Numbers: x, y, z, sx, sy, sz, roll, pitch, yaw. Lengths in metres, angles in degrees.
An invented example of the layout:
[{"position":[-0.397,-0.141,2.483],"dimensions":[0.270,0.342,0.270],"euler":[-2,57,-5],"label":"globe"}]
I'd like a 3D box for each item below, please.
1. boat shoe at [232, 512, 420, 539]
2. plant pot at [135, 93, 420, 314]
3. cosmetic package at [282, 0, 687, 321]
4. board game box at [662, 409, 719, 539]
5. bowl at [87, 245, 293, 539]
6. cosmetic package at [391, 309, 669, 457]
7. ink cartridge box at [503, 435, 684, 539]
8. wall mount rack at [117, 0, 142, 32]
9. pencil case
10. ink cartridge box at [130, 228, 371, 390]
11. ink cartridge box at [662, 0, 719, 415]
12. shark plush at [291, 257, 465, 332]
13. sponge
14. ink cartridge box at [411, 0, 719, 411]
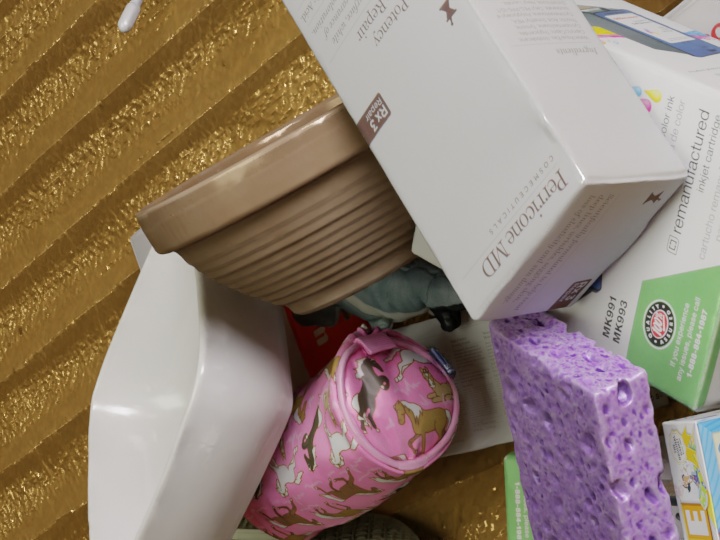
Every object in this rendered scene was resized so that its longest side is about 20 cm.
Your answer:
[{"position":[-0.024,0.193,1.305],"dimensions":[0.199,0.074,0.063],"euler":[-3,100,52],"label":"boat shoe"},{"position":[-0.014,-0.040,1.080],"dimensions":[0.200,0.200,0.093],"euler":[-23,98,46],"label":"plant pot"},{"position":[0.052,-0.087,0.926],"dimensions":[0.102,0.074,0.201],"euler":[-53,56,40],"label":"cosmetic package"},{"position":[0.242,0.115,0.912],"dimensions":[0.034,0.198,0.136],"euler":[164,96,-71],"label":"board game box"},{"position":[-0.100,0.080,1.214],"dimensions":[0.201,0.074,0.201],"euler":[-101,31,-53],"label":"bowl"},{"position":[0.084,0.058,1.178],"dimensions":[0.199,0.050,0.083],"euler":[-17,87,48],"label":"cosmetic package"},{"position":[0.181,0.162,1.037],"dimensions":[0.198,0.084,0.148],"euler":[-2,91,36],"label":"ink cartridge box"},{"position":[-0.109,-0.255,1.315],"dimensions":[0.199,0.074,0.176],"euler":[-11,89,48],"label":"wall mount rack"},{"position":[-0.015,0.100,1.192],"dimensions":[0.082,0.087,0.200],"euler":[33,150,-9],"label":"pencil case"},{"position":[-0.064,0.030,1.338],"dimensions":[0.176,0.044,0.202],"euler":[-35,72,45],"label":"ink cartridge box"},{"position":[0.207,-0.034,1.007],"dimensions":[0.146,0.082,0.202],"euler":[-37,70,44],"label":"ink cartridge box"},{"position":[0.000,0.000,1.185],"dimensions":[0.091,0.083,0.200],"euler":[-45,37,-4],"label":"shark plush"},{"position":[0.113,0.125,0.943],"dimensions":[0.111,0.030,0.202],"euler":[31,139,63],"label":"sponge"},{"position":[0.127,-0.042,0.966],"dimensions":[0.199,0.087,0.147],"euler":[32,119,43],"label":"ink cartridge box"}]
